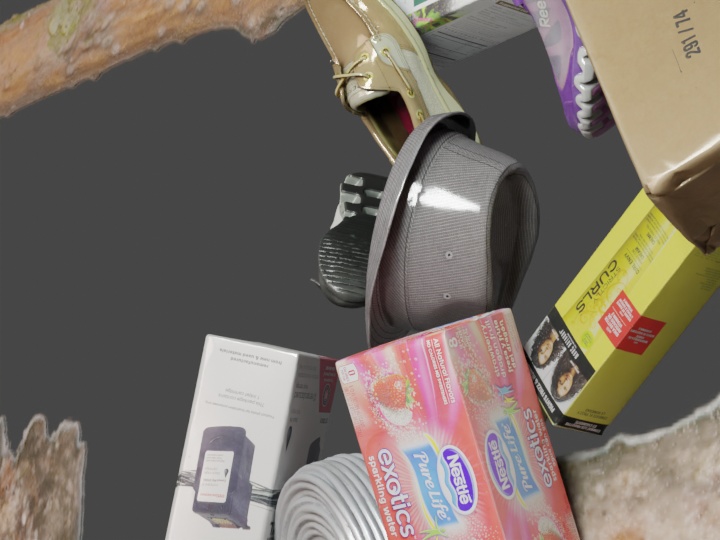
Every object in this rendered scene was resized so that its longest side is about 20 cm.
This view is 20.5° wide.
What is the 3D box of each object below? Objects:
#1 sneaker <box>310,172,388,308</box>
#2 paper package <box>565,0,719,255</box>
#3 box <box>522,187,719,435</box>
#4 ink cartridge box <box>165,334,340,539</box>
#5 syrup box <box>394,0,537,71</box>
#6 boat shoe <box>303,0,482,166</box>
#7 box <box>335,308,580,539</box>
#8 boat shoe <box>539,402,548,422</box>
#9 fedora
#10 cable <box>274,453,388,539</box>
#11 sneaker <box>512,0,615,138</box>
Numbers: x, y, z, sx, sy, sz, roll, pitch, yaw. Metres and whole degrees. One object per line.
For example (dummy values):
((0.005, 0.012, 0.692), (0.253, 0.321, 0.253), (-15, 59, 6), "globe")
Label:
((0.000, 0.000, 1.600), (0.200, 0.073, 0.089), (-72, -3, -65), "sneaker")
((0.249, -0.150, 1.282), (0.190, 0.103, 0.201), (-33, 51, 20), "paper package")
((0.191, 0.018, 1.385), (0.200, 0.050, 0.076), (-54, 41, 27), "box")
((-0.089, 0.161, 1.629), (0.084, 0.145, 0.202), (11, 88, 14), "ink cartridge box")
((0.070, -0.221, 1.602), (0.199, 0.081, 0.079), (-18, 66, 51), "syrup box")
((0.017, -0.148, 1.570), (0.200, 0.066, 0.074), (52, 144, -1), "boat shoe")
((0.073, 0.140, 1.399), (0.102, 0.094, 0.202), (-17, 89, 35), "box")
((0.072, 0.149, 1.492), (0.201, 0.063, 0.073), (-59, 40, 24), "boat shoe")
((0.076, -0.018, 1.496), (0.090, 0.177, 0.201), (18, 120, 21), "fedora")
((-0.001, 0.240, 1.510), (0.200, 0.069, 0.202), (-35, 67, 61), "cable")
((0.148, -0.189, 1.419), (0.088, 0.080, 0.201), (19, 136, 37), "sneaker")
